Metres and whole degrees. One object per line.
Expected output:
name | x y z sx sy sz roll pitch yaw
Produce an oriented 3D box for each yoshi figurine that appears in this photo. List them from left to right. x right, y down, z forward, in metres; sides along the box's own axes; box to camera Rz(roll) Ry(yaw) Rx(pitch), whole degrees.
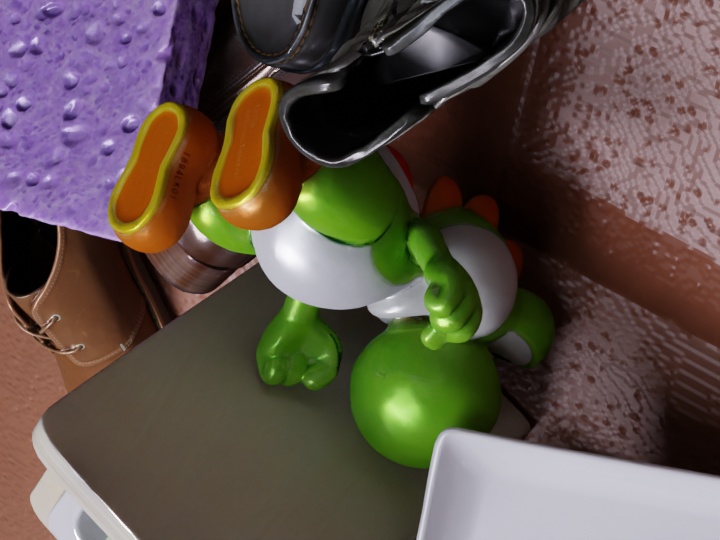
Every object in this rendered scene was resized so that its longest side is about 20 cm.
yoshi figurine | 0.000 0.013 0.908 0.112 0.200 0.113 -46 42 14

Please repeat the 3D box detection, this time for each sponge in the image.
sponge | -0.106 -0.117 0.958 0.111 0.030 0.201 12 91 34

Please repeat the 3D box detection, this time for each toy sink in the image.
toy sink | -0.049 0.093 0.982 0.130 0.200 0.112 45 133 8

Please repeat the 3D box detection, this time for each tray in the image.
tray | 0.118 0.125 0.929 0.199 0.022 0.108 11 107 -1

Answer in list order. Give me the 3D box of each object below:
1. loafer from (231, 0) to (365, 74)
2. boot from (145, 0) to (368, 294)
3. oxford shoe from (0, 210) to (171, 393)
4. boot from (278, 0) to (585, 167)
loafer | -0.036 -0.172 0.876 0.073 0.072 0.201 6 100 40
boot | -0.055 -0.111 0.973 0.187 0.064 0.200 52 131 3
oxford shoe | -0.133 0.018 1.097 0.071 0.071 0.201 4 118 34
boot | 0.067 -0.107 0.806 0.200 0.131 0.068 -35 102 28
